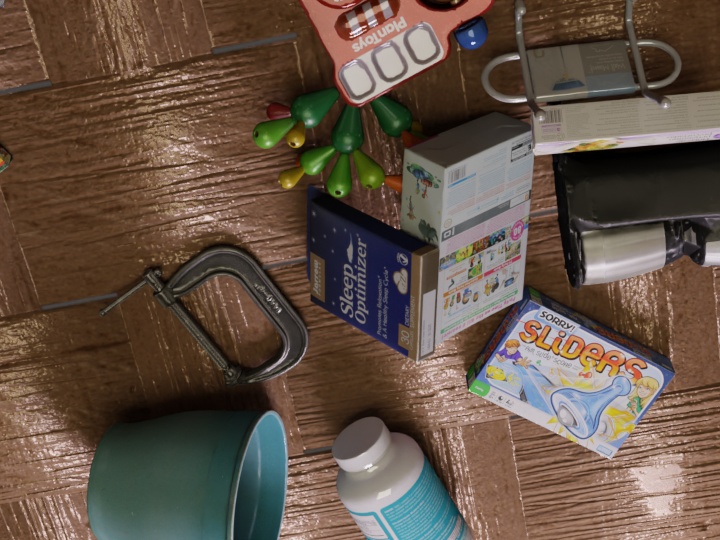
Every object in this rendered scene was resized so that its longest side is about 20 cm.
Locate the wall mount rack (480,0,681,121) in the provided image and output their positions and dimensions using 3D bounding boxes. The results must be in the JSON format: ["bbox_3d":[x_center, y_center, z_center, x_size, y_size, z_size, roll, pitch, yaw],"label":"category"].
[{"bbox_3d":[0.216,-0.192,1.288,0.197,0.176,0.075,-6,143,2],"label":"wall mount rack"}]

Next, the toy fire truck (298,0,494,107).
[{"bbox_3d":[0.040,-0.268,1.272,0.198,0.112,0.169,-27,114,8],"label":"toy fire truck"}]

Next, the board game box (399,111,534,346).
[{"bbox_3d":[0.107,-0.044,1.381,0.147,0.064,0.202,-24,127,-39],"label":"board game box"}]

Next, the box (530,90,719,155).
[{"bbox_3d":[0.265,-0.143,1.312,0.197,0.039,0.042,-5,79,4],"label":"box"}]

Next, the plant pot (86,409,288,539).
[{"bbox_3d":[-0.197,0.248,1.516,0.185,0.201,0.203,5,119,14],"label":"plant pot"}]

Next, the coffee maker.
[{"bbox_3d":[0.300,-0.084,1.369,0.197,0.135,0.194,-8,117,3],"label":"coffee maker"}]

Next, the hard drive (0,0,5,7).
[{"bbox_3d":[-0.393,-0.355,1.266,0.133,0.042,0.202,5,118,-4],"label":"hard drive"}]

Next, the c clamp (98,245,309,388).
[{"bbox_3d":[-0.162,0.058,1.502,0.170,0.027,0.200,-39,111,12],"label":"c clamp"}]

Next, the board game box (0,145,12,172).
[{"bbox_3d":[-0.472,-0.094,1.416,0.199,0.024,0.105,-36,115,17],"label":"board game box"}]

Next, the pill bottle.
[{"bbox_3d":[0.043,0.267,1.564,0.110,0.111,0.201,-25,116,12],"label":"pill bottle"}]

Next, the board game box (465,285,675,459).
[{"bbox_3d":[0.237,0.118,1.531,0.198,0.035,0.136,25,115,-14],"label":"board game box"}]

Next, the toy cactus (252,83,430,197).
[{"bbox_3d":[-0.006,-0.157,1.363,0.197,0.102,0.167,7,99,-2],"label":"toy cactus"}]

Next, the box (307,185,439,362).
[{"bbox_3d":[0.000,0.000,1.390,0.032,0.199,0.123,-22,126,-36],"label":"box"}]
